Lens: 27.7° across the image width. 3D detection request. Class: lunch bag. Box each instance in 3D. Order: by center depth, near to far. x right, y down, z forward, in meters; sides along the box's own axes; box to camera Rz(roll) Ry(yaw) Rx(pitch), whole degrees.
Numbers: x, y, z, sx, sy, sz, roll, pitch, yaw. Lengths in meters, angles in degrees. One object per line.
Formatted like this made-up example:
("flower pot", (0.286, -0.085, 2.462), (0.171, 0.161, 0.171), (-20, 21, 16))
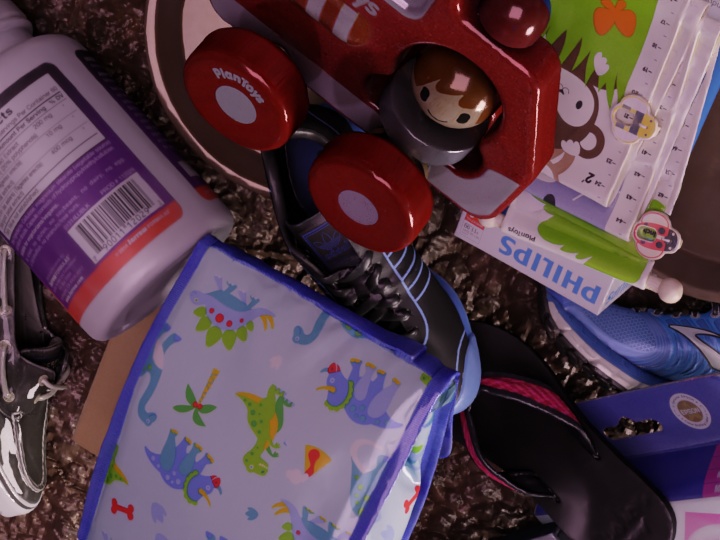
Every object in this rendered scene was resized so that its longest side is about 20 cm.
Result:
("lunch bag", (-0.048, 0.101, 0.830), (0.169, 0.127, 0.201), (28, 118, 18))

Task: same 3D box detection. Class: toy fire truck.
("toy fire truck", (0.014, -0.113, 0.721), (0.200, 0.112, 0.168), (39, 150, -2))

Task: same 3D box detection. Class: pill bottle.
("pill bottle", (-0.178, -0.067, 0.860), (0.111, 0.111, 0.200), (-43, 85, 17))

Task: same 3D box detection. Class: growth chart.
("growth chart", (0.122, -0.094, 0.781), (0.144, 0.018, 0.201), (18, 116, 26))

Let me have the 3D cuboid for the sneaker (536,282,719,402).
("sneaker", (0.200, 0.049, 0.893), (0.199, 0.079, 0.090), (28, 86, 3))

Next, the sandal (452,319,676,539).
("sandal", (0.099, 0.098, 0.853), (0.200, 0.045, 0.075), (42, 108, 24))

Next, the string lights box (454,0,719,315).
("string lights box", (0.137, -0.089, 0.820), (0.102, 0.059, 0.201), (29, 121, 20))

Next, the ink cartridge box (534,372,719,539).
("ink cartridge box", (0.197, 0.162, 0.877), (0.200, 0.043, 0.196), (49, 149, -11))

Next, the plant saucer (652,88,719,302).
("plant saucer", (0.211, -0.079, 0.832), (0.199, 0.029, 0.201), (11, 113, 28))

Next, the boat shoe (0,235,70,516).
("boat shoe", (-0.223, 0.063, 0.935), (0.063, 0.071, 0.201), (-6, 105, 9))

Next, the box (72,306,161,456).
("box", (-0.075, 0.086, 0.921), (0.199, 0.021, 0.164), (29, 109, 17))

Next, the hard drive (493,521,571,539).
("hard drive", (0.083, 0.246, 0.958), (0.200, 0.042, 0.135), (-33, 102, 28))

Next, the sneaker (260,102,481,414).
("sneaker", (0.000, 0.000, 0.823), (0.070, 0.078, 0.201), (-28, 90, 23))

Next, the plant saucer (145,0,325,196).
("plant saucer", (-0.028, -0.140, 0.864), (0.199, 0.029, 0.201), (2, 109, 5))
